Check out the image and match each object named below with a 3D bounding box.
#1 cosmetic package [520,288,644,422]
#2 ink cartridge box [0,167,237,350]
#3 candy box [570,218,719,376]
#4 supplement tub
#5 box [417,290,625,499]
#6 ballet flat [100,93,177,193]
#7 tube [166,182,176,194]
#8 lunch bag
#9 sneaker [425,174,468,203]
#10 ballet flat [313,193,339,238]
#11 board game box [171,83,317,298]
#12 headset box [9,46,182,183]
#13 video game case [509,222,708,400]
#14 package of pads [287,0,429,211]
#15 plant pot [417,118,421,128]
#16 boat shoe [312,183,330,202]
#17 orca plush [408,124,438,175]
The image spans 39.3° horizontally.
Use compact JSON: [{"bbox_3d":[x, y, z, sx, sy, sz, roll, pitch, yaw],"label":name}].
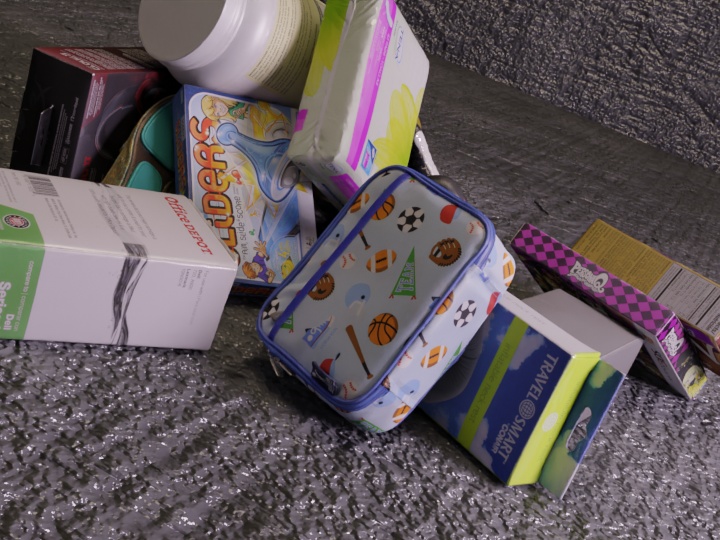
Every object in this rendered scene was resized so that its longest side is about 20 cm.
[{"bbox_3d":[0.173,0.085,0.938,0.107,0.091,0.200,33,20,29],"label":"cosmetic package"},{"bbox_3d":[-0.219,-0.010,0.803,0.199,0.085,0.146,8,24,-32],"label":"ink cartridge box"},{"bbox_3d":[0.327,0.033,1.075,0.200,0.057,0.117,39,-5,43],"label":"candy box"},{"bbox_3d":[-0.113,-0.236,1.032,0.145,0.146,0.200,35,9,36],"label":"supplement tub"},{"bbox_3d":[0.104,0.081,0.823,0.047,0.123,0.200,5,24,-45],"label":"box"},{"bbox_3d":[-0.212,-0.096,0.970,0.070,0.071,0.201,19,50,-2],"label":"ballet flat"},{"bbox_3d":[-0.121,-0.033,1.022,0.199,0.052,0.058,24,57,-3],"label":"tube"},{"bbox_3d":[0.013,0.020,0.806,0.160,0.200,0.076,38,-5,38],"label":"lunch bag"},{"bbox_3d":[0.082,-0.030,0.958,0.075,0.201,0.116,9,43,16],"label":"sneaker"},{"bbox_3d":[-0.082,-0.072,1.060,0.200,0.066,0.057,37,27,-15],"label":"ballet flat"},{"bbox_3d":[-0.111,-0.073,0.969,0.135,0.034,0.201,7,65,-31],"label":"board game box"},{"bbox_3d":[-0.263,-0.141,1.009,0.075,0.149,0.200,24,19,16],"label":"headset box"},{"bbox_3d":[0.269,0.045,1.085,0.200,0.036,0.181,37,-5,38],"label":"video game case"},{"bbox_3d":[0.004,-0.166,1.012,0.068,0.201,0.154,6,-18,25],"label":"package of pads"},{"bbox_3d":[-0.041,-0.162,1.243,0.199,0.201,0.176,32,11,29],"label":"plant pot"},{"bbox_3d":[-0.088,-0.118,1.111,0.199,0.075,0.093,20,43,-10],"label":"boat shoe"},{"bbox_3d":[0.068,-0.077,1.183,0.071,0.201,0.105,-21,13,-6],"label":"orca plush"}]
